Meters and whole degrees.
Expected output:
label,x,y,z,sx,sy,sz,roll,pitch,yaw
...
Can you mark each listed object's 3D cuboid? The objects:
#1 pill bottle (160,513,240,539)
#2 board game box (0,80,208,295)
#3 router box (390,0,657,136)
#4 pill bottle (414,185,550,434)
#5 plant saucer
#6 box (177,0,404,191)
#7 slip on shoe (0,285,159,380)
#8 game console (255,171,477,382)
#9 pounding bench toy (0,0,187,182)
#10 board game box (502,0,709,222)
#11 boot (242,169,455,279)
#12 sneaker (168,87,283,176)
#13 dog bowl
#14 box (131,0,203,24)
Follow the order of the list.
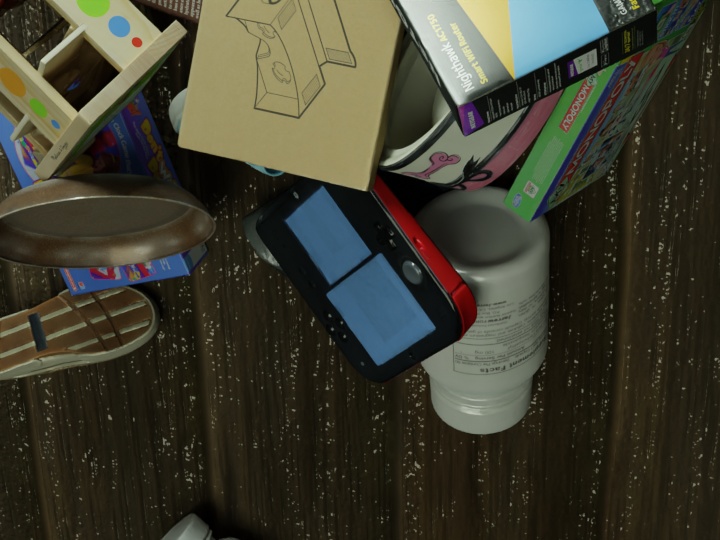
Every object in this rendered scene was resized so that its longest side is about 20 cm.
label,x,y,z,sx,sy,sz,roll,pitch,yaw
pill bottle,-0.124,0.342,1.673,0.200,0.109,0.109,44,125,-8
board game box,-0.237,-0.082,1.505,0.134,0.045,0.201,-9,116,25
router box,0.092,-0.209,1.142,0.149,0.201,0.051,-27,155,-1
pill bottle,0.101,0.038,1.392,0.114,0.115,0.201,10,135,15
plant saucer,-0.223,-0.043,1.407,0.199,0.200,0.032,-16,73,28
box,-0.048,-0.174,1.246,0.163,0.021,0.201,14,99,18
slip on shoe,-0.281,0.063,1.603,0.199,0.061,0.076,-18,76,13
game console,0.000,0.000,1.340,0.177,0.031,0.200,50,151,-2
pounding bench toy,-0.267,-0.172,1.356,0.156,0.124,0.200,44,148,-6
board game box,0.190,-0.138,1.250,0.029,0.134,0.200,39,127,16
boot,-0.029,-0.086,1.415,0.200,0.066,0.165,-34,101,38
sneaker,-0.094,-0.116,1.370,0.200,0.074,0.082,-9,83,53
dog bowl,0.089,-0.149,1.257,0.074,0.201,0.200,28,127,-19
box,-0.112,-0.251,1.328,0.199,0.075,0.101,21,124,14
